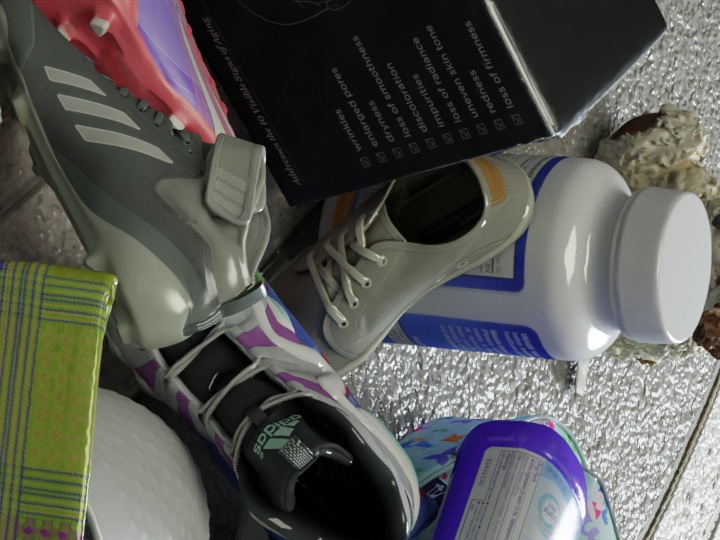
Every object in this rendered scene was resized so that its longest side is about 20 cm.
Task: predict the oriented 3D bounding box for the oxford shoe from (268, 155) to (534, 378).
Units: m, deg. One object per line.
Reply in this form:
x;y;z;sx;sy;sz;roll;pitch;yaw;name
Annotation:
0.000;0.000;1.267;0.075;0.200;0.058;61;13;26;oxford shoe

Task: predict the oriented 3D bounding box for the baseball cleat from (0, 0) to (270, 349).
-0.104;-0.056;1.131;0.106;0.200;0.070;-23;158;-10;baseball cleat

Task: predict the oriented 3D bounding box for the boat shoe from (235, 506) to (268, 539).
-0.050;0.208;1.282;0.067;0.073;0.201;-4;96;-53;boat shoe

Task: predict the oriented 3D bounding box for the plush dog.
0.221;0.006;1.524;0.200;0.171;0.161;-53;130;-35;plush dog

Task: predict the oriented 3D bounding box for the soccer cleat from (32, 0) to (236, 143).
-0.100;-0.102;1.217;0.200;0.067;0.077;57;45;-32;soccer cleat

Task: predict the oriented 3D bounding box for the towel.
-0.199;0.061;1.007;0.023;0.199;0.144;27;67;-69;towel

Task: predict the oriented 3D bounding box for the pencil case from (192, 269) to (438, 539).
-0.046;0.075;1.230;0.200;0.087;0.078;54;18;-6;pencil case

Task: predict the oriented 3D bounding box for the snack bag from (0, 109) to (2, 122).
-0.231;-0.139;1.009;0.188;0.021;0.201;-19;107;-49;snack bag

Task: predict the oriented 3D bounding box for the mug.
-0.149;0.096;1.097;0.175;0.147;0.201;-13;96;-71;mug

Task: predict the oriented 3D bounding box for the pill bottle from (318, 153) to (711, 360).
0.086;-0.009;1.327;0.112;0.199;0.113;-17;110;-61;pill bottle

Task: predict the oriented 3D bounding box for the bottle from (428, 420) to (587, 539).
0.060;0.172;1.202;0.084;0.065;0.200;66;35;-42;bottle

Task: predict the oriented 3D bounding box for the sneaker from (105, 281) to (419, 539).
-0.045;0.064;1.117;0.200;0.140;0.078;40;93;-6;sneaker

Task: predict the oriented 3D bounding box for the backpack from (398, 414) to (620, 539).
0.068;0.175;1.375;0.200;0.150;0.178;-33;111;-51;backpack

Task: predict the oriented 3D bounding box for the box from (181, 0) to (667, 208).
0.014;-0.158;1.218;0.124;0.196;0.200;-43;111;-41;box
